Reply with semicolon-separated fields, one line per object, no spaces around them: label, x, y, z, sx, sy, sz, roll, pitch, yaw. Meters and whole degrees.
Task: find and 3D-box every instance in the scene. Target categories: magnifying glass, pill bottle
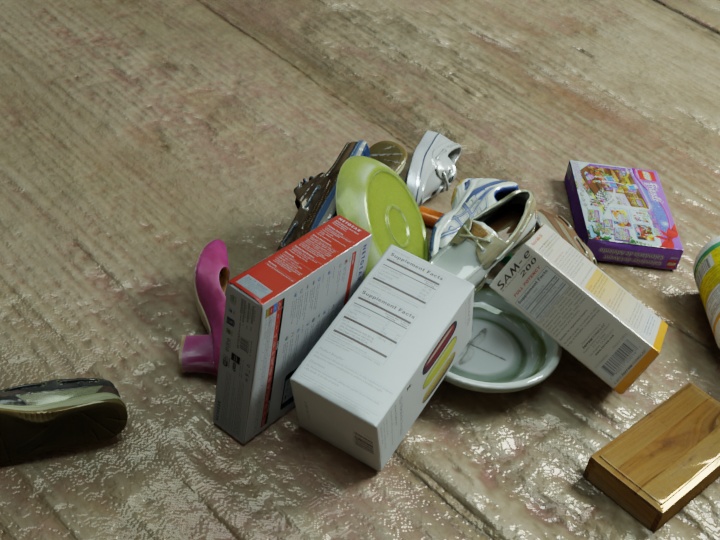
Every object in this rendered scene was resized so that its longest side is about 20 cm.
magnifying glass;0.173;-0.047;1.558;0.200;0.022;0.080;21;40;9
pill bottle;0.499;0.050;1.437;0.112;0.113;0.200;7;38;-4

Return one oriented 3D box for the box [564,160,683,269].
box;0.377;-0.083;1.632;0.136;0.039;0.200;7;38;-4

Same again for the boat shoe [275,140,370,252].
boat shoe;-0.049;-0.087;1.431;0.072;0.072;0.200;15;63;20

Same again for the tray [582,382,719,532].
tray;0.352;0.205;1.271;0.200;0.037;0.099;-25;51;-38

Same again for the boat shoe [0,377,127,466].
boat shoe;-0.343;0.151;1.155;0.200;0.073;0.065;-2;29;-21

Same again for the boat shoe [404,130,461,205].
boat shoe;0.106;-0.144;1.615;0.065;0.074;0.200;16;37;7

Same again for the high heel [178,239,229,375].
high heel;-0.151;0.040;1.324;0.096;0.067;0.200;0;43;5

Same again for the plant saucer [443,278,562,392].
plant saucer;0.140;0.086;1.357;0.200;0.050;0.200;6;39;-5

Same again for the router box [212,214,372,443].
router box;-0.074;0.063;1.216;0.049;0.200;0.179;31;41;25

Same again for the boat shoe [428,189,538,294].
boat shoe;0.143;-0.032;1.389;0.075;0.068;0.200;34;57;24

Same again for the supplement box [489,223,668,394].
supplement box;0.263;0.043;1.350;0.200;0.074;0.126;41;22;8

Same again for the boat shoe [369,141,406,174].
boat shoe;-0.006;-0.090;1.521;0.073;0.065;0.200;34;64;27

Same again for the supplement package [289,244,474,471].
supplement package;0.028;0.093;1.223;0.109;0.114;0.200;27;62;20

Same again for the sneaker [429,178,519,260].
sneaker;0.153;-0.054;1.478;0.088;0.075;0.200;-2;46;29

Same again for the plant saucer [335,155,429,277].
plant saucer;0.036;-0.051;1.403;0.031;0.200;0.200;-17;29;27

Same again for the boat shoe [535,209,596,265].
boat shoe;0.278;-0.006;1.476;0.072;0.076;0.200;-8;55;-32
